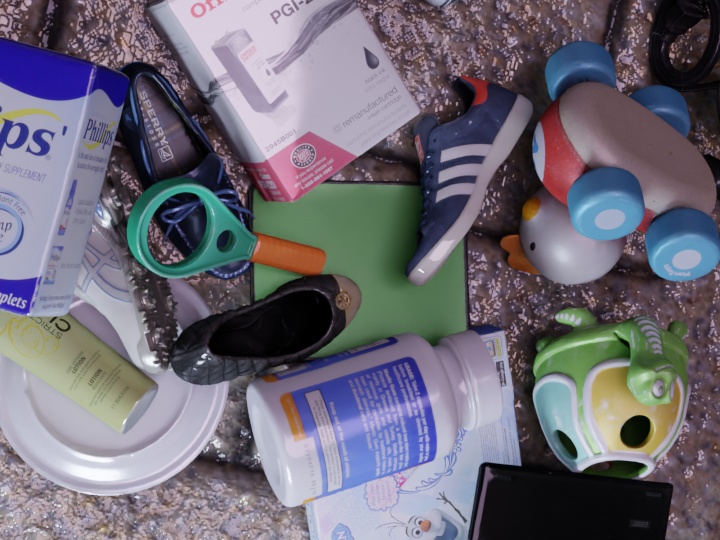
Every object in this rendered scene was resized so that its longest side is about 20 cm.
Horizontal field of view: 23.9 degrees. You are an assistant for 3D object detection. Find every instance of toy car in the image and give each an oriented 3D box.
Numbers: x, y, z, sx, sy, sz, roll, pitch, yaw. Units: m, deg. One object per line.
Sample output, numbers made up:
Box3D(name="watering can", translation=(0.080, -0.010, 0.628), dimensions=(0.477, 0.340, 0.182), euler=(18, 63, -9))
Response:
Box3D(name="toy car", translation=(0.188, -0.056, 1.481), dimensions=(0.176, 0.185, 0.200), euler=(25, 131, -30))

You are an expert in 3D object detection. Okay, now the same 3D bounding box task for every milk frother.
Box3D(name="milk frother", translation=(0.381, -0.166, 1.549), dimensions=(0.188, 0.180, 0.201), euler=(15, 59, -52))

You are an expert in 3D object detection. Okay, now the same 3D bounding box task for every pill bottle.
Box3D(name="pill bottle", translation=(0.014, 0.117, 1.427), dimensions=(0.199, 0.112, 0.113), euler=(-16, 101, -14))

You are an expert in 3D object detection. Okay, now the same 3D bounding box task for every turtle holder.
Box3D(name="turtle holder", translation=(0.234, 0.110, 1.494), dimensions=(0.141, 0.185, 0.132), euler=(20, 61, -35))

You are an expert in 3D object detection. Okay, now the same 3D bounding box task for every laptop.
Box3D(name="laptop", translation=(0.160, 0.270, 1.534), dimensions=(0.186, 0.116, 0.201), euler=(8, 93, -18))

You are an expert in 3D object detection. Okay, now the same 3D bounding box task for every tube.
Box3D(name="tube", translation=(-0.258, 0.057, 1.385), dimensions=(0.200, 0.052, 0.058), euler=(36, 42, 8))

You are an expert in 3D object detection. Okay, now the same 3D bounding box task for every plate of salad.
Box3D(name="plate of salad", translation=(-0.210, 0.088, 1.429), dimensions=(0.199, 0.048, 0.201), euler=(1, 80, -3))

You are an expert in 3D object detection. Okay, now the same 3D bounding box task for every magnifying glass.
Box3D(name="magnifying glass", translation=(-0.106, -0.024, 1.397), dimensions=(0.200, 0.022, 0.080), euler=(14, 98, -45))

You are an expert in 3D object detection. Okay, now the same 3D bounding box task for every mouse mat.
Box3D(name="mouse mat", translation=(0.000, 0.000, 1.487), dimensions=(0.199, 0.008, 0.162), euler=(1, 82, -14))

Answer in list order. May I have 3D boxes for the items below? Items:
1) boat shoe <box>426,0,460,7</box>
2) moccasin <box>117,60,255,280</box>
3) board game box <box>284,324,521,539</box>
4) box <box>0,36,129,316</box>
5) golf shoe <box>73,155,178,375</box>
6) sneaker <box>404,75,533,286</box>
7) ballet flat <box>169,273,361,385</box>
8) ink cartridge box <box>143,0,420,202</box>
Box3D(name="boat shoe", translation=(0.132, -0.301, 1.480), dimensions=(0.071, 0.072, 0.200), euler=(38, 83, -13))
Box3D(name="moccasin", translation=(-0.152, -0.078, 1.416), dimensions=(0.080, 0.068, 0.200), euler=(-35, 102, -12))
Box3D(name="board game box", translation=(0.044, 0.165, 1.522), dimensions=(0.198, 0.043, 0.201), euler=(-10, 99, -17))
Box3D(name="box", translation=(-0.299, -0.083, 1.321), dimensions=(0.183, 0.105, 0.201), euler=(15, 91, 7))
Box3D(name="golf shoe", translation=(-0.215, 0.002, 1.395), dimensions=(0.097, 0.078, 0.201), euler=(-24, 76, 10))
Box3D(name="sneaker", translation=(0.071, -0.083, 1.482), dimensions=(0.084, 0.075, 0.200), euler=(30, 69, -2))
Box3D(name="ballet flat", translation=(-0.069, 0.050, 1.405), dimensions=(0.200, 0.057, 0.067), euler=(-23, 96, -40))
Box3D(name="ink cartridge box", translation=(-0.065, -0.178, 1.426), dimensions=(0.145, 0.085, 0.200), euler=(-36, 103, -13))
